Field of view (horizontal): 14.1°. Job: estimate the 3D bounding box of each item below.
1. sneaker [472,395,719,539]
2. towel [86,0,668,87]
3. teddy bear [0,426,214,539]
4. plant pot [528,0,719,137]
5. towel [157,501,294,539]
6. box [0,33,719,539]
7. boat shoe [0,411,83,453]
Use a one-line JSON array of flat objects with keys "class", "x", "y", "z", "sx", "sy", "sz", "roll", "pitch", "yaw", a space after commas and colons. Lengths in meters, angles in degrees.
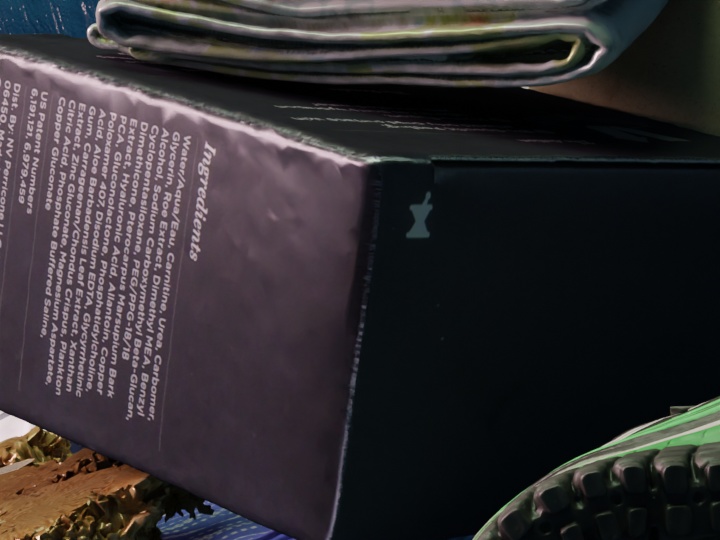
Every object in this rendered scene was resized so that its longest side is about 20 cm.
[{"class": "sneaker", "x": 0.114, "y": 0.053, "z": 0.761, "sx": 0.199, "sy": 0.078, "sz": 0.085, "roll": -16, "pitch": 5, "yaw": -4}, {"class": "towel", "x": 0.019, "y": -0.102, "z": 0.943, "sx": 0.170, "sy": 0.048, "sz": 0.200, "roll": 4, "pitch": 19, "yaw": 15}, {"class": "teddy bear", "x": -0.110, "y": 0.099, "z": 0.954, "sx": 0.145, "sy": 0.067, "sz": 0.200, "roll": -32, "pitch": 13, "yaw": -36}, {"class": "plant pot", "x": 0.131, "y": -0.031, "z": 1.039, "sx": 0.200, "sy": 0.201, "sz": 0.134, "roll": -9, "pitch": 21, "yaw": 49}, {"class": "towel", "x": -0.047, "y": 0.093, "z": 1.089, "sx": 0.144, "sy": 0.024, "sz": 0.200, "roll": -16, "pitch": 5, "yaw": -17}, {"class": "box", "x": 0.000, "y": 0.000, "z": 0.920, "sx": 0.196, "sy": 0.118, "sz": 0.199, "roll": -2, "pitch": 14, "yaw": -44}, {"class": "boat shoe", "x": -0.154, "y": 0.062, "z": 1.103, "sx": 0.201, "sy": 0.086, "sz": 0.075, "roll": -27, "pitch": -30, "yaw": 9}]
